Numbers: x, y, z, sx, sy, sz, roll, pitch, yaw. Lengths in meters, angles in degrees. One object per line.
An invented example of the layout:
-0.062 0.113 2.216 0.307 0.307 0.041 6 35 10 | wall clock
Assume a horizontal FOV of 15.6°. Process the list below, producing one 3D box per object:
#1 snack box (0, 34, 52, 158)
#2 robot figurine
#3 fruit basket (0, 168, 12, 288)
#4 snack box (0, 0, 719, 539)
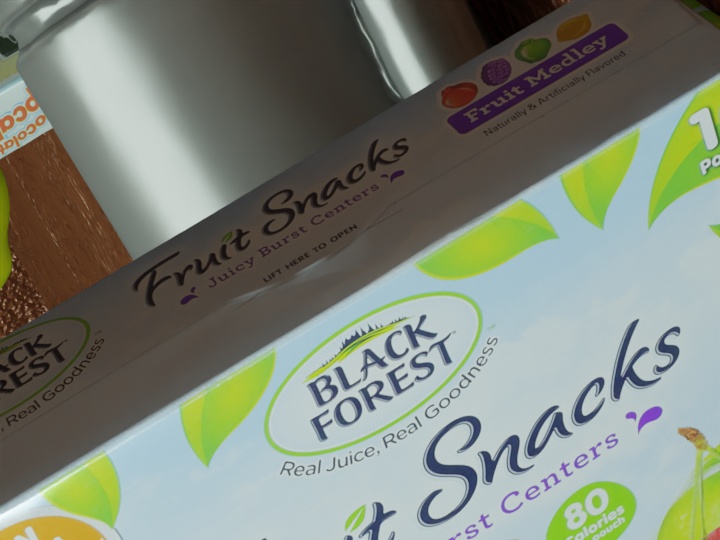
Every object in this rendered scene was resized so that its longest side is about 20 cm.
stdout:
-0.172 -0.132 1.177 0.200 0.116 0.037 49 167 44 | snack box
-0.027 -0.056 0.699 0.170 0.113 0.200 -27 96 52 | robot figurine
-0.270 -0.076 1.582 0.156 0.215 0.216 43 162 56 | fruit basket
0.008 0.043 0.573 0.053 0.200 0.142 48 166 49 | snack box
